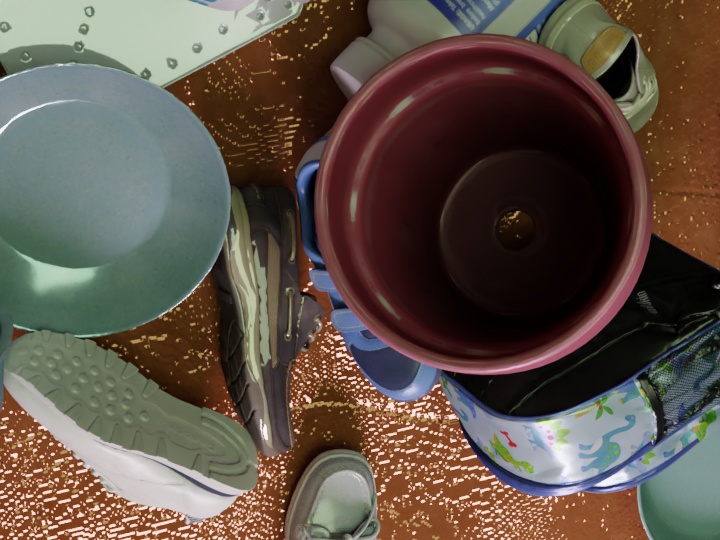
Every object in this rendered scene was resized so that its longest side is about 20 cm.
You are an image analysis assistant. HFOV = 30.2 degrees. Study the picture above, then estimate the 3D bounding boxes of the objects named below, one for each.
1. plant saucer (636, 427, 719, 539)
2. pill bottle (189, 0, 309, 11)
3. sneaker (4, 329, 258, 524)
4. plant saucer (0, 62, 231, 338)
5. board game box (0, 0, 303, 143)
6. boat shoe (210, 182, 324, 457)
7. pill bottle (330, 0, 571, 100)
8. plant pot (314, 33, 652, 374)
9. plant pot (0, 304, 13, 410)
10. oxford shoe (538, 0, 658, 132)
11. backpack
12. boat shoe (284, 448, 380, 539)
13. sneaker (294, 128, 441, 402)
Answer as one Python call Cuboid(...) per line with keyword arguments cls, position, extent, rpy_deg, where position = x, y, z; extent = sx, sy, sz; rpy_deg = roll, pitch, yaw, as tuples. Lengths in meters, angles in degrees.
Cuboid(cls="plant saucer", position=(0.314, 0.161, 1.143), extent=(0.198, 0.036, 0.202), rpy_deg=(-5, 106, -20))
Cuboid(cls="pill bottle", position=(-0.114, -0.225, 0.805), extent=(0.199, 0.111, 0.112), rpy_deg=(14, 98, -24))
Cuboid(cls="sneaker", position=(-0.168, 0.116, 0.919), extent=(0.199, 0.077, 0.080), rpy_deg=(35, 128, -22))
Cuboid(cls="plant saucer", position=(-0.186, -0.049, 0.871), extent=(0.199, 0.039, 0.202), rpy_deg=(-6, 123, -9))
Cuboid(cls="board game box", position=(-0.163, -0.216, 0.863), extent=(0.199, 0.026, 0.201), rpy_deg=(-30, 113, -12))
Cuboid(cls="boat shoe", position=(-0.060, 0.035, 0.942), extent=(0.073, 0.074, 0.202), rpy_deg=(-12, 108, -19))
Cuboid(cls="pill bottle", position=(0.076, -0.181, 0.919), extent=(0.200, 0.112, 0.112), rpy_deg=(-45, 115, -5))
Cuboid(cls="plant pot", position=(0.090, -0.033, 0.851), extent=(0.198, 0.179, 0.202), rpy_deg=(-2, 85, 17))
Cuboid(cls="plant pot", position=(-0.306, 0.132, 0.816), extent=(0.199, 0.200, 0.198), rpy_deg=(-8, 115, -19))
Cuboid(cls="oxford shoe", position=(0.182, -0.132, 0.956), extent=(0.075, 0.058, 0.200), rpy_deg=(-51, 154, 5))
Cuboid(cls="backpack", position=(0.164, 0.074, 0.981), extent=(0.199, 0.183, 0.148), rpy_deg=(-29, 125, -14))
Cuboid(cls="boat shoe", position=(-0.021, 0.237, 1.014), extent=(0.074, 0.065, 0.204), rpy_deg=(7, 101, -23))
Cuboid(cls="sneaker", position=(0.000, 0.000, 0.928), extent=(0.073, 0.082, 0.202), rpy_deg=(-17, 95, 20))
